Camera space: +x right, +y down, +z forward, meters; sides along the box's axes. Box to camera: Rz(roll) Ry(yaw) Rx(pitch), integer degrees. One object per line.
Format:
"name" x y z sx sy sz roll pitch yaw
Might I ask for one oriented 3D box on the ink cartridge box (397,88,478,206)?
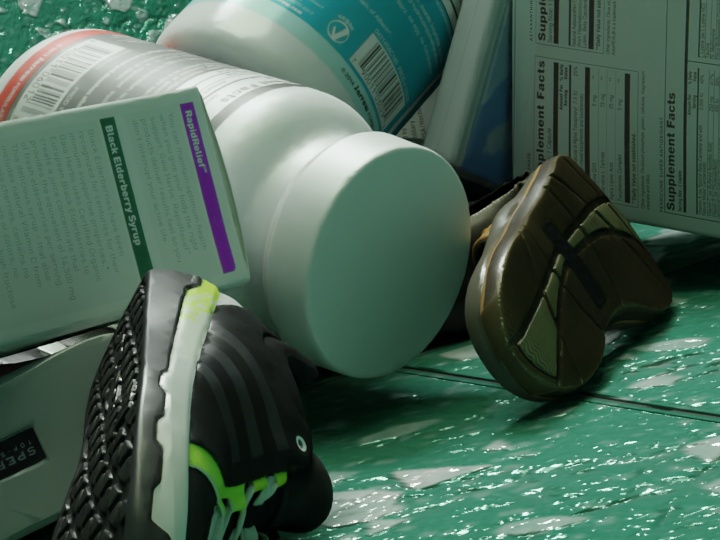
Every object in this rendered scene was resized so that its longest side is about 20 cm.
"ink cartridge box" 0.004 -0.071 1.318 0.199 0.147 0.146 -10 9 10

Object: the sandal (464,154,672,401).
"sandal" 0.074 0.010 1.008 0.055 0.082 0.200 -32 7 25

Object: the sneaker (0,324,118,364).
"sneaker" -0.184 0.055 1.020 0.200 0.073 0.112 -6 9 31

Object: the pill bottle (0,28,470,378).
"pill bottle" -0.060 -0.027 1.032 0.200 0.116 0.116 20 28 40

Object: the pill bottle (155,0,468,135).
"pill bottle" 0.001 -0.128 1.160 0.111 0.111 0.200 -2 40 50

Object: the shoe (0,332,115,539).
"shoe" -0.160 0.078 0.882 0.200 0.072 0.091 -21 -2 -26

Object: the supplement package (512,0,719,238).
"supplement package" 0.190 -0.104 1.116 0.200 0.151 0.152 12 22 36

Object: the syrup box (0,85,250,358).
"syrup box" -0.141 -0.007 0.893 0.200 0.082 0.079 -14 0 -45

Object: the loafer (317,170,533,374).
"loafer" 0.000 0.000 1.117 0.199 0.072 0.073 -14 9 -8

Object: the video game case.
"video game case" 0.107 -0.127 1.192 0.022 0.201 0.182 14 -3 33

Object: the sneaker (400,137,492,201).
"sneaker" -0.022 -0.013 1.205 0.199 0.085 0.075 -7 -8 3

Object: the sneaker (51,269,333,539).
"sneaker" -0.043 0.060 0.793 0.083 0.072 0.200 26 25 -11
